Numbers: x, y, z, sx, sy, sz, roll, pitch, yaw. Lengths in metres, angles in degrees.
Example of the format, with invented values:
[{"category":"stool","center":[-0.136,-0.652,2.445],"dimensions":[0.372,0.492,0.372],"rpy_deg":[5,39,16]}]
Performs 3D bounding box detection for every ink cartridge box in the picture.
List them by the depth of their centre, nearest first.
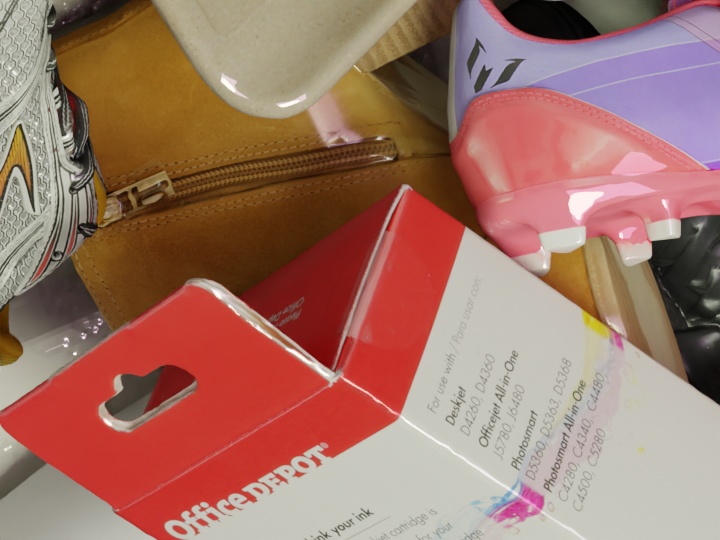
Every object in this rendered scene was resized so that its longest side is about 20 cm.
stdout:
[{"category":"ink cartridge box","center":[0.017,0.053,0.790],"dimensions":[0.200,0.116,0.067],"rpy_deg":[35,52,-19]}]

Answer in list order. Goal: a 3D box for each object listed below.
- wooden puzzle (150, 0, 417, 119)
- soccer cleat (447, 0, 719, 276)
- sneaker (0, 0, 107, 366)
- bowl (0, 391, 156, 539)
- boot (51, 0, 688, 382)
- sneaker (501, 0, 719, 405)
[{"category":"wooden puzzle","center":[-0.007,-0.162,0.708],"dimensions":[0.185,0.037,0.200],"rpy_deg":[-46,128,-16]},{"category":"soccer cleat","center":[0.119,-0.048,0.791],"dimensions":[0.200,0.067,0.077],"rpy_deg":[-9,82,-17]},{"category":"sneaker","center":[-0.103,-0.046,0.780],"dimensions":[0.082,0.078,0.200],"rpy_deg":[4,138,-23]},{"category":"bowl","center":[-0.044,0.151,0.880],"dimensions":[0.200,0.075,0.200],"rpy_deg":[-40,105,8]},{"category":"boot","center":[0.000,0.000,0.845],"dimensions":[0.144,0.071,0.201],"rpy_deg":[-24,103,15]},{"category":"sneaker","center":[0.116,-0.020,0.924],"dimensions":[0.104,0.060,0.200],"rpy_deg":[-36,117,-19]}]
